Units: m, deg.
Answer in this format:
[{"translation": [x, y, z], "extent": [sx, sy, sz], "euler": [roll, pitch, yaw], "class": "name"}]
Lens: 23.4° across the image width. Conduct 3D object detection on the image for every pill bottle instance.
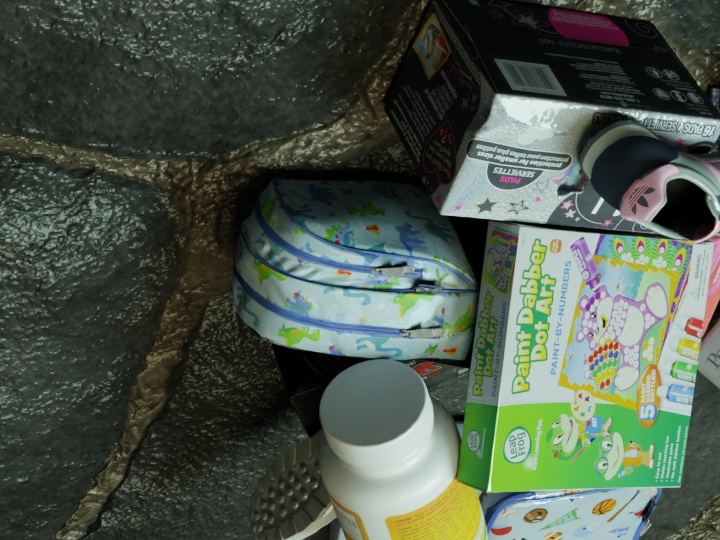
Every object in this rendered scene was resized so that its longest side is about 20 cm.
[{"translation": [0.030, 0.161, 1.344], "extent": [0.111, 0.111, 0.200], "euler": [-21, 137, -3], "class": "pill bottle"}]

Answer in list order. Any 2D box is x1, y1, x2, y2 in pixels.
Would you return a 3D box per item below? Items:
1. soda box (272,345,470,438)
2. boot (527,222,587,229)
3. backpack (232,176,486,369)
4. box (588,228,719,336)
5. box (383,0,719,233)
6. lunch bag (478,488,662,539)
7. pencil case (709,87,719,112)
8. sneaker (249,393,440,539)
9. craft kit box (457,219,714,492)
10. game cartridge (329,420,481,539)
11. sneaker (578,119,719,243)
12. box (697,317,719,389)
[{"translation": [0.032, 0.067, 1.472], "extent": [0.200, 0.063, 0.071], "euler": [-22, 138, -1], "class": "soda box"}, {"translation": [0.163, 0.029, 1.434], "extent": [0.069, 0.174, 0.200], "euler": [8, 166, 20], "class": "boot"}, {"translation": [0.000, 0.000, 1.337], "extent": [0.200, 0.163, 0.154], "euler": [-7, 127, -8], "class": "backpack"}, {"translation": [0.238, 0.017, 1.488], "extent": [0.102, 0.095, 0.200], "euler": [-5, 135, -21], "class": "box"}, {"translation": [0.141, -0.112, 1.286], "extent": [0.200, 0.132, 0.115], "euler": [3, 131, -27], "class": "box"}, {"translation": [0.195, 0.239, 1.713], "extent": [0.200, 0.076, 0.160], "euler": [-2, 136, -21], "class": "lunch bag"}, {"translation": [0.388, -0.126, 1.414], "extent": [0.200, 0.084, 0.086], "euler": [1, 97, -23], "class": "pencil case"}, {"translation": [-0.012, 0.171, 1.463], "extent": [0.200, 0.076, 0.080], "euler": [-42, 144, 22], "class": "sneaker"}, {"translation": [0.173, 0.067, 1.326], "extent": [0.197, 0.048, 0.200], "euler": [3, 96, -31], "class": "craft kit box"}, {"translation": [0.044, 0.215, 1.645], "extent": [0.133, 0.042, 0.200], "euler": [6, 131, -18], "class": "game cartridge"}, {"translation": [0.243, -0.044, 1.244], "extent": [0.200, 0.082, 0.070], "euler": [10, 126, -38], "class": "sneaker"}, {"translation": [0.435, 0.056, 1.500], "extent": [0.200, 0.171, 0.199], "euler": [8, 119, -54], "class": "box"}]
